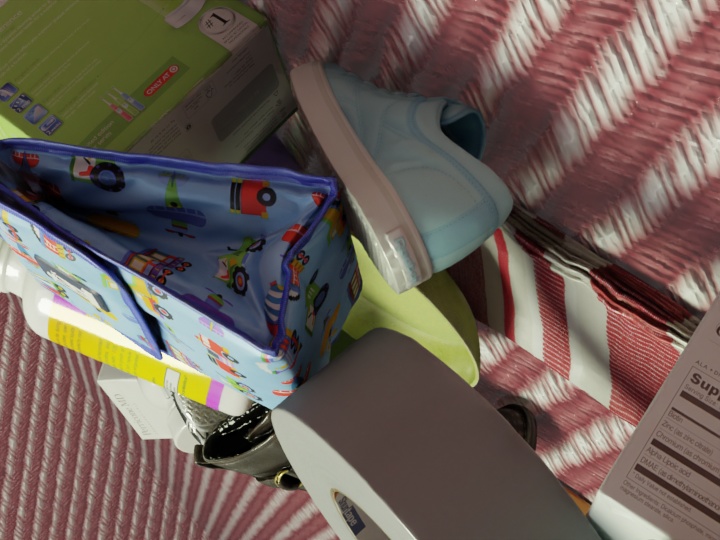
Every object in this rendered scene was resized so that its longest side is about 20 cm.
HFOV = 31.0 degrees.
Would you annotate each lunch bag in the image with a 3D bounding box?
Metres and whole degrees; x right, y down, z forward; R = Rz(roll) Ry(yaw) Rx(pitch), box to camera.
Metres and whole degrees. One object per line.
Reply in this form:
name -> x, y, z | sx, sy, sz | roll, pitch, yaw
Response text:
lunch bag -> -0.109, -0.008, 0.676 | 0.198, 0.095, 0.151 | 18, 163, 11

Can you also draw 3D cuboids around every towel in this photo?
towel -> 0.114, 0.028, 0.721 | 0.199, 0.023, 0.145 | 35, 161, 30

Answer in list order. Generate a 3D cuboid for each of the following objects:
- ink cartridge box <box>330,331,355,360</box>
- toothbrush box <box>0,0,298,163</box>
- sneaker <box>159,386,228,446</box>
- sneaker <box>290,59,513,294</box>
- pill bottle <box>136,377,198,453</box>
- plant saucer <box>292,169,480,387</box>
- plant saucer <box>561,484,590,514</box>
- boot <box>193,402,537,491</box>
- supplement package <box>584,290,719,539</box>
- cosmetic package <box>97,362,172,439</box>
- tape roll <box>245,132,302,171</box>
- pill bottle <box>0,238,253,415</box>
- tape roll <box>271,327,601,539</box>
ink cartridge box -> -0.019, 0.076, 1.023 | 0.147, 0.076, 0.201 | 26, 157, 46
toothbrush box -> -0.161, -0.123, 0.807 | 0.199, 0.146, 0.086 | 34, 161, 29
sneaker -> -0.135, 0.048, 0.969 | 0.114, 0.075, 0.202 | 1, 113, 59
sneaker -> 0.022, -0.060, 0.665 | 0.201, 0.081, 0.074 | -118, 6, -52
pill bottle -> -0.150, 0.048, 1.111 | 0.109, 0.108, 0.202 | 81, 167, -62
plant saucer -> 0.000, 0.000, 0.814 | 0.199, 0.031, 0.200 | 35, 164, 11
plant saucer -> 0.170, 0.234, 1.030 | 0.200, 0.037, 0.201 | 40, 162, 16
boot -> 0.002, 0.123, 0.897 | 0.199, 0.070, 0.173 | -31, 135, 33
supplement package -> 0.188, 0.128, 0.600 | 0.155, 0.111, 0.201 | 32, 160, 15
cosmetic package -> -0.133, 0.101, 1.211 | 0.197, 0.075, 0.102 | -6, 138, 22
tape roll -> -0.116, -0.069, 0.960 | 0.200, 0.066, 0.201 | 41, 161, 17
pill bottle -> -0.147, 0.011, 0.844 | 0.198, 0.105, 0.104 | 22, 161, 1
tape roll -> 0.042, 0.126, 0.627 | 0.200, 0.066, 0.201 | 47, 164, 18
